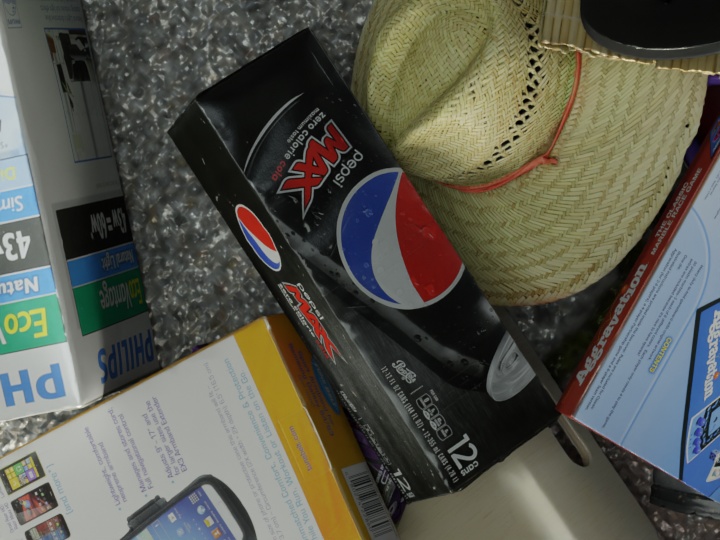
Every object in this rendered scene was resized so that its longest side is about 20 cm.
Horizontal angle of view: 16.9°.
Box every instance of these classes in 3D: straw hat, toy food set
[{"bbox_3d":[0.047,-0.083,1.057,0.200,0.085,0.202,0,90,37],"label":"straw hat"},{"bbox_3d":[0.021,0.123,1.141,0.200,0.060,0.144,-38,79,21],"label":"toy food set"}]

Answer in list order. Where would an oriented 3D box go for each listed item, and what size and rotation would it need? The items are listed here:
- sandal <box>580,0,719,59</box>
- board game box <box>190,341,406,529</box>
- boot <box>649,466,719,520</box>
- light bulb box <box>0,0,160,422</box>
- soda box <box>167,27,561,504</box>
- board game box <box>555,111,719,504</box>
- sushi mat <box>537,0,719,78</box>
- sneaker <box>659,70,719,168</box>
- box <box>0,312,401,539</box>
[{"bbox_3d":[0.182,-0.142,0.977,0.199,0.045,0.075,-16,63,9],"label":"sandal"},{"bbox_3d":[-0.058,0.149,1.129,0.120,0.032,0.201,26,104,24],"label":"board game box"},{"bbox_3d":[0.224,0.043,1.091,0.199,0.070,0.132,-6,92,3],"label":"boot"},{"bbox_3d":[-0.219,-0.022,1.140,0.197,0.125,0.201,-12,93,13],"label":"light bulb box"},{"bbox_3d":[0.000,0.000,1.048,0.063,0.071,0.200,-34,91,-18],"label":"soda box"},{"bbox_3d":[0.174,-0.004,1.039,0.103,0.019,0.201,30,89,-22],"label":"board game box"},{"bbox_3d":[0.136,-0.173,1.042,0.095,0.012,0.201,11,67,-2],"label":"sushi mat"},{"bbox_3d":[0.155,-0.111,1.071,0.080,0.083,0.201,-23,91,14],"label":"sneaker"},{"bbox_3d":[-0.090,0.114,1.106,0.200,0.041,0.119,-28,82,26],"label":"box"}]
